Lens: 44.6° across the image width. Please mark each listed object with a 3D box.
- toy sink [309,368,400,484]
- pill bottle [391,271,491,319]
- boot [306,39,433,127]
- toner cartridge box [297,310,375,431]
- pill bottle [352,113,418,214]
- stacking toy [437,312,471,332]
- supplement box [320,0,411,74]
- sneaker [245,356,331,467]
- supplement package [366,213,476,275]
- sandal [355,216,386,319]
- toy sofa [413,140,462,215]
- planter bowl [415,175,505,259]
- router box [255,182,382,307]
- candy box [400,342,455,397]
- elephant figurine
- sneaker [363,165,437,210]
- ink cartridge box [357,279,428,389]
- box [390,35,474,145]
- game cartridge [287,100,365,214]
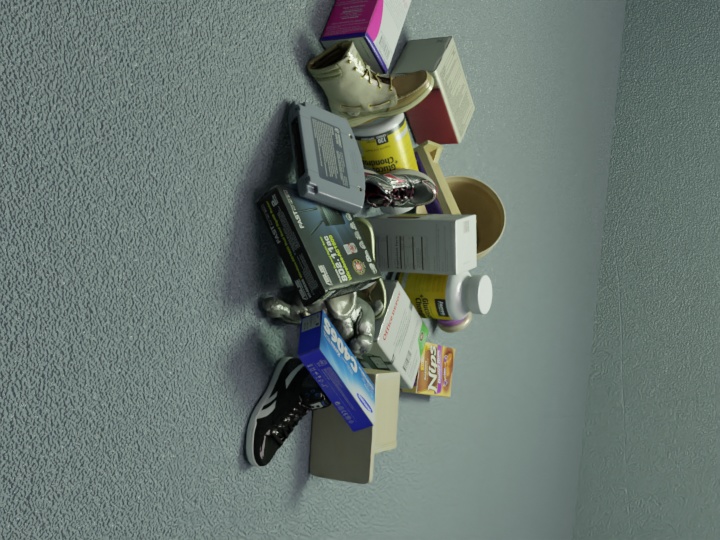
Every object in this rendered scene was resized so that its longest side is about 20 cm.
[{"bbox_3d":[-0.008,0.285,1.646,0.112,0.130,0.201,9,83,-62],"label":"toy sink"},{"bbox_3d":[0.171,0.047,1.865,0.112,0.199,0.113,-6,97,-61],"label":"pill bottle"},{"bbox_3d":[0.019,-0.351,1.586,0.155,0.199,0.072,57,22,-44],"label":"boot"},{"bbox_3d":[-0.037,0.171,1.481,0.200,0.043,0.095,58,21,-33],"label":"toner cartridge box"},{"bbox_3d":[0.053,-0.215,1.735,0.112,0.112,0.201,-56,138,-44],"label":"pill bottle"},{"bbox_3d":[0.194,0.049,2.056,0.086,0.085,0.201,-60,136,-40],"label":"stacking toy"},{"bbox_3d":[0.015,-0.476,1.658,0.101,0.103,0.201,52,49,-49],"label":"supplement box"},{"bbox_3d":[-0.112,0.236,1.468,0.073,0.111,0.201,54,46,-47],"label":"sneaker"},{"bbox_3d":[0.123,-0.056,1.785,0.114,0.199,0.110,-18,109,-61],"label":"supplement package"},{"bbox_3d":[-0.001,-0.001,1.684,0.057,0.079,0.202,-51,130,-81],"label":"sandal"},{"bbox_3d":[0.157,-0.168,1.877,0.083,0.097,0.201,3,63,-61],"label":"toy sofa"},{"bbox_3d":[0.220,-0.097,1.998,0.135,0.199,0.201,92,12,-68],"label":"planter bowl"},{"bbox_3d":[-0.068,-0.051,1.465,0.150,0.062,0.201,-15,76,-49],"label":"router box"},{"bbox_3d":[0.151,0.226,2.010,0.200,0.056,0.117,18,77,-59],"label":"candy box"},{"bbox_3d":[-0.062,0.063,1.547,0.200,0.141,0.155,54,15,-27],"label":"elephant figurine"},{"bbox_3d":[0.053,-0.147,1.663,0.075,0.199,0.081,-121,-143,-57],"label":"sneaker"},{"bbox_3d":[0.056,0.130,1.796,0.200,0.084,0.146,57,45,-47],"label":"ink cartridge box"},{"bbox_3d":[0.162,-0.391,1.926,0.128,0.108,0.200,-64,143,-35],"label":"box"},{"bbox_3d":[-0.055,-0.191,1.502,0.133,0.041,0.201,21,47,-39],"label":"game cartridge"}]
